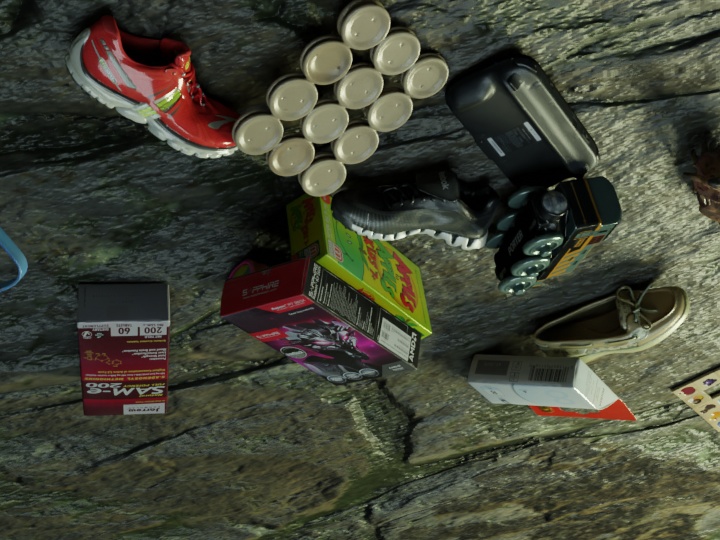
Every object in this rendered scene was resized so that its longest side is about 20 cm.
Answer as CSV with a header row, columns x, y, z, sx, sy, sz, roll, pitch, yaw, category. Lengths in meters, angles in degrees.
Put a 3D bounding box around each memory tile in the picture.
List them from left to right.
x,y,z,sx,sy,sz,roll,pitch,yaw,category
-0.020,-0.166,1.169,0.200,0.017,0.153,-42,138,18,memory tile

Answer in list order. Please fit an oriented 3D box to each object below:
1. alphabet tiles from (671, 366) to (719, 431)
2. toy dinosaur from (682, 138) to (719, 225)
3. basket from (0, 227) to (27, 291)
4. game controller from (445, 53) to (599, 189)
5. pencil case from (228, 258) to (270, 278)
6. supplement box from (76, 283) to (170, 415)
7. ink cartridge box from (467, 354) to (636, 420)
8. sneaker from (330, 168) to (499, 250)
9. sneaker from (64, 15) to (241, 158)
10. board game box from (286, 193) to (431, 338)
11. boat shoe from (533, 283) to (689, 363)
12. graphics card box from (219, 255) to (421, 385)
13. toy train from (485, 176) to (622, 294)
x,y,z,sx,sy,sz,roll,pitch,yaw,category
0.578,0.180,1.752,0.167,0.008,0.200,-31,137,24,alphabet tiles
0.417,-0.087,1.341,0.135,0.086,0.200,4,157,1,toy dinosaur
-0.446,-0.042,1.165,0.176,0.139,0.200,-23,108,18,basket
0.173,-0.151,1.252,0.104,0.042,0.200,-14,143,30,game controller
-0.062,0.050,1.406,0.200,0.088,0.088,18,134,-26,pencil case
-0.289,0.100,1.449,0.109,0.061,0.200,-1,141,-10,supplement box
0.262,0.177,1.606,0.160,0.047,0.200,-2,149,37,ink cartridge box
0.066,-0.077,1.297,0.200,0.067,0.091,7,136,-24,sneaker
-0.179,-0.174,1.125,0.200,0.077,0.085,25,121,-38,sneaker
0.000,0.000,1.346,0.048,0.102,0.200,-30,136,24,board game box
0.321,0.069,1.513,0.200,0.073,0.063,-26,141,22,boat shoe
-0.041,0.060,1.299,0.125,0.051,0.200,-15,144,37,graphics card box
0.215,-0.038,1.337,0.114,0.085,0.200,-9,158,-13,toy train
